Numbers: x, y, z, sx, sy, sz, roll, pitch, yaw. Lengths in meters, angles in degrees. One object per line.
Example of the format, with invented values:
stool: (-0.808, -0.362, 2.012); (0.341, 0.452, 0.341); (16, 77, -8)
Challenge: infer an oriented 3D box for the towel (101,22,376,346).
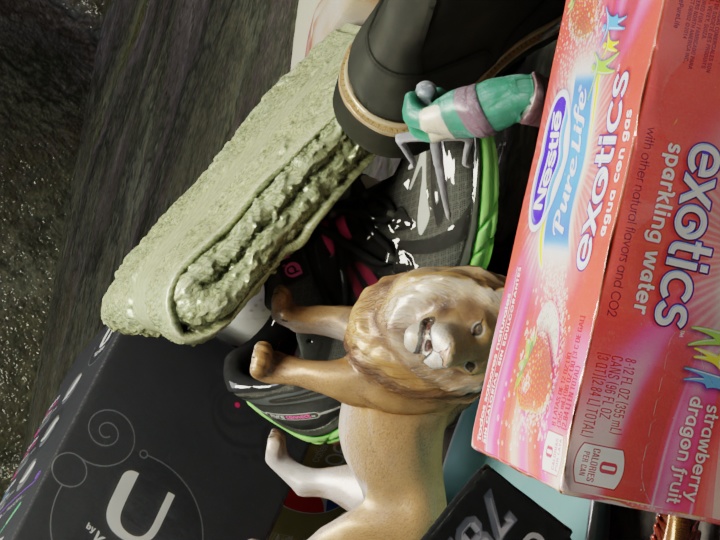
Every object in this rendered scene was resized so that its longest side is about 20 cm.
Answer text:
towel: (-0.042, -0.047, 0.964); (0.200, 0.036, 0.148); (-51, 16, -14)

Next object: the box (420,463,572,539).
box: (-0.016, 0.193, 0.775); (0.200, 0.050, 0.199); (-47, -12, -34)

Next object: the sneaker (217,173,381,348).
sneaker: (-0.046, -0.007, 1.066); (0.199, 0.080, 0.074); (-29, 44, 44)

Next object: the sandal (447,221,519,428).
sandal: (0.052, 0.016, 0.976); (0.201, 0.048, 0.076); (128, 151, -59)

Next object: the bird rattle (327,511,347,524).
bird rattle: (-0.035, 0.192, 1.044); (0.200, 0.112, 0.164); (117, 177, -49)

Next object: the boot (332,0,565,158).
boot: (0.070, -0.151, 0.866); (0.201, 0.077, 0.139); (-56, -7, -27)

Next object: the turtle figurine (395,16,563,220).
turtle figurine: (0.100, -0.093, 0.804); (0.149, 0.101, 0.201); (-38, -24, -33)

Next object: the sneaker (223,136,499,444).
sneaker: (0.000, 0.000, 0.950); (0.201, 0.083, 0.077); (-58, 29, 24)

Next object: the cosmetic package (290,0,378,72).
cosmetic package: (0.040, -0.157, 1.062); (0.200, 0.103, 0.088); (126, 154, -60)

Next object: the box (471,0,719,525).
box: (0.115, -0.023, 0.669); (0.095, 0.102, 0.202); (-166, 87, -76)

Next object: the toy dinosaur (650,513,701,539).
toy dinosaur: (0.071, 0.199, 0.762); (0.200, 0.105, 0.182); (-50, -7, -24)

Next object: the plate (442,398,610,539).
plate: (0.069, 0.120, 0.872); (0.200, 0.025, 0.202); (-167, 90, -76)

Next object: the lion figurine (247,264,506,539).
lion figurine: (0.012, 0.076, 0.920); (0.073, 0.121, 0.201); (-71, -12, -49)

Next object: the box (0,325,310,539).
box: (-0.120, 0.134, 1.046); (0.106, 0.122, 0.201); (-41, 21, 54)

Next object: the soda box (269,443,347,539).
soda box: (-0.019, 0.083, 1.157); (0.200, 0.064, 0.068); (120, 157, -47)
